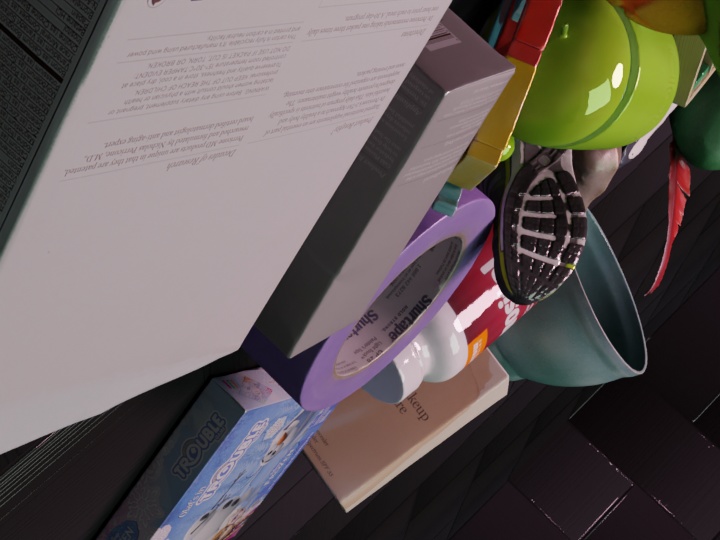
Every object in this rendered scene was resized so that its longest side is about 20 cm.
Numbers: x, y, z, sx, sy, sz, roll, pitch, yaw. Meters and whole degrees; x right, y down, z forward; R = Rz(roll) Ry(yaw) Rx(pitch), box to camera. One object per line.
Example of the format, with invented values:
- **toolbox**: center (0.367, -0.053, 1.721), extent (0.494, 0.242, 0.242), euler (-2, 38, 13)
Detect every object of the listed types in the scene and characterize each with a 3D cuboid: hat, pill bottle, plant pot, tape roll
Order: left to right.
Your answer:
- **tape roll**: center (0.000, 0.000, 0.992), extent (0.200, 0.085, 0.200), euler (-43, 163, -17)
- **pill bottle**: center (0.073, 0.022, 1.173), extent (0.200, 0.113, 0.113), euler (-39, 162, -28)
- **plant pot**: center (0.192, 0.036, 1.417), extent (0.134, 0.201, 0.200), euler (-25, 172, 21)
- **hat**: center (0.310, -0.127, 1.313), extent (0.176, 0.201, 0.166), euler (-30, 169, -28)

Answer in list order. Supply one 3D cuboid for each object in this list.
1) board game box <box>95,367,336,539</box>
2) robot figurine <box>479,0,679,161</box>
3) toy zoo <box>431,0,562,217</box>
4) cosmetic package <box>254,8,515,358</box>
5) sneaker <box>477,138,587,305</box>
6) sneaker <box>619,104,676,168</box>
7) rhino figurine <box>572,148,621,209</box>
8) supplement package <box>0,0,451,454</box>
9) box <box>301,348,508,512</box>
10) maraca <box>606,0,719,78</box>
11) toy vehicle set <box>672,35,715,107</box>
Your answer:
- **board game box**: center (-0.113, 0.163, 1.150), extent (0.200, 0.043, 0.199), euler (-53, 161, 19)
- **robot figurine**: center (0.156, -0.145, 0.984), extent (0.175, 0.116, 0.200), euler (-39, 165, 28)
- **toy zoo**: center (0.088, -0.128, 0.838), extent (0.131, 0.020, 0.201), euler (-161, -88, -85)
- **cosmetic package**: center (-0.014, -0.061, 0.780), extent (0.090, 0.107, 0.200), euler (-27, 156, -51)
- **sneaker**: center (0.126, -0.056, 1.070), extent (0.081, 0.073, 0.201), euler (128, -26, -52)
- **sneaker**: center (0.248, -0.156, 1.261), extent (0.130, 0.079, 0.199), euler (-48, 176, -28)
- **rhino figurine**: center (0.172, -0.070, 1.258), extent (0.060, 0.087, 0.200), euler (-32, 157, -41)
- **supplement package**: center (-0.101, -0.067, 0.471), extent (0.191, 0.147, 0.200), euler (-22, 150, -56)
- **box**: center (0.037, 0.133, 1.317), extent (0.200, 0.095, 0.078), euler (-37, 165, -7)
- **maraca**: center (0.196, -0.197, 0.851), extent (0.107, 0.201, 0.137), euler (-27, 156, 9)
- **toy vehicle set**: center (0.294, -0.224, 1.106), extent (0.200, 0.026, 0.125), euler (-44, 152, -50)
